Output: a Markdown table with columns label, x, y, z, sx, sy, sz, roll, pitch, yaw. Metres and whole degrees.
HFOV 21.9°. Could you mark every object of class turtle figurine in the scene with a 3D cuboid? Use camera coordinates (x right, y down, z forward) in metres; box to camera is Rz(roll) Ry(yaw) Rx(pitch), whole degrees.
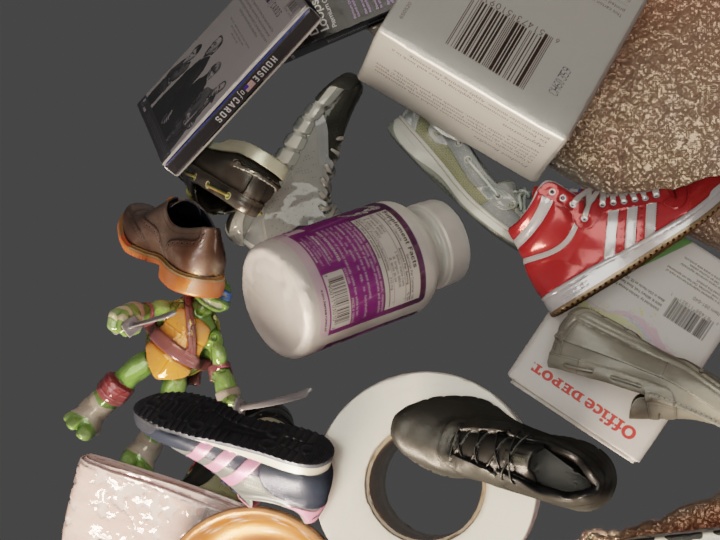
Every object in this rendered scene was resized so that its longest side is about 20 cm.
| label | x | y | z | sx | sy | sz | roll | pitch | yaw |
| --- | --- | --- | --- | --- | --- | --- | --- | --- | --- |
| turtle figurine | -0.184 | 0.102 | 1.729 | 0.194 | 0.144 | 0.200 | -53 | 43 | 16 |

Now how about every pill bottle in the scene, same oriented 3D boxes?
| label | x | y | z | sx | sy | sz | roll | pitch | yaw |
| --- | --- | --- | --- | --- | --- | --- | --- | --- | --- |
| pill bottle | 0.000 | 0.000 | 1.711 | 0.200 | 0.112 | 0.112 | -20 | 80 | -33 |

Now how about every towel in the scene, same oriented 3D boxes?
| label | x | y | z | sx | sy | sz | roll | pitch | yaw |
| --- | --- | --- | --- | --- | --- | --- | --- | --- | --- |
| towel | -0.197 | 0.291 | 1.750 | 0.191 | 0.032 | 0.200 | 17 | 104 | 7 |

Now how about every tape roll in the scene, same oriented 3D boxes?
| label | x | y | z | sx | sy | sz | roll | pitch | yaw |
| --- | --- | --- | --- | --- | --- | --- | --- | --- | --- |
| tape roll | 0.065 | 0.195 | 1.704 | 0.202 | 0.139 | 0.203 | -1 | 84 | 6 |

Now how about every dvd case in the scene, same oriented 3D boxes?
| label | x | y | z | sx | sy | sz | roll | pitch | yaw |
| --- | --- | --- | --- | --- | --- | --- | --- | --- | --- |
| dvd case | -0.127 | -0.195 | 1.751 | 0.200 | 0.150 | 0.025 | -45 | 120 | 10 |

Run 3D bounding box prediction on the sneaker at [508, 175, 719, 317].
| label | x | y | z | sx | sy | sz | roll | pitch | yaw |
| --- | --- | --- | --- | --- | --- | --- | --- | --- | --- |
| sneaker | 0.228 | -0.056 | 1.663 | 0.200 | 0.071 | 0.113 | -32 | 82 | 5 |

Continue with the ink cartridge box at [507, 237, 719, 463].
| label | x | y | z | sx | sy | sz | roll | pitch | yaw |
| --- | --- | --- | --- | --- | --- | --- | --- | --- | --- |
| ink cartridge box | 0.250 | 0.059 | 1.724 | 0.145 | 0.084 | 0.200 | 34 | 88 | 9 |

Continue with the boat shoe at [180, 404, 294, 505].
| label | x | y | z | sx | sy | sz | roll | pitch | yaw |
| --- | --- | --- | --- | --- | --- | --- | --- | --- | --- |
| boat shoe | -0.132 | 0.209 | 1.768 | 0.074 | 0.063 | 0.201 | 39 | 104 | -11 |

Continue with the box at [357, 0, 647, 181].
| label | x | y | z | sx | sy | sz | roll | pitch | yaw |
| --- | --- | --- | --- | --- | --- | --- | --- | --- | --- |
| box | 0.135 | -0.225 | 1.709 | 0.199 | 0.131 | 0.200 | 31 | 73 | -1 |

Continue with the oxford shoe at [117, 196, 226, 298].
| label | x | y | z | sx | sy | sz | roll | pitch | yaw |
| --- | --- | --- | --- | --- | --- | --- | --- | --- | --- |
| oxford shoe | -0.172 | -0.038 | 1.743 | 0.071 | 0.200 | 0.073 | 3 | 107 | -31 |

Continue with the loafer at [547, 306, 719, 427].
| label | x | y | z | sx | sy | sz | roll | pitch | yaw |
| --- | --- | --- | --- | --- | --- | --- | --- | --- | --- |
| loafer | 0.261 | 0.104 | 1.644 | 0.200 | 0.070 | 0.070 | 29 | 93 | 14 |

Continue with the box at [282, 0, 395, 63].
| label | x | y | z | sx | sy | sz | roll | pitch | yaw |
| --- | --- | --- | --- | --- | --- | --- | --- | --- | --- |
| box | -0.013 | -0.306 | 1.820 | 0.200 | 0.036 | 0.143 | -23 | 82 | 6 |

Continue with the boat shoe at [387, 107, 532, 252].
| label | x | y | z | sx | sy | sz | roll | pitch | yaw |
| --- | --- | --- | --- | --- | --- | --- | --- | --- | --- |
| boat shoe | 0.114 | -0.088 | 1.763 | 0.065 | 0.074 | 0.202 | -47 | 74 | 5 |

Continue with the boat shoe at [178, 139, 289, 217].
| label | x | y | z | sx | sy | sz | roll | pitch | yaw |
| --- | --- | --- | --- | --- | --- | --- | --- | --- | --- |
| boat shoe | -0.134 | -0.084 | 1.735 | 0.072 | 0.201 | 0.061 | 32 | 80 | -23 |

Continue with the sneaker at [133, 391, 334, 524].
| label | x | y | z | sx | sy | sz | roll | pitch | yaw |
| --- | --- | --- | --- | --- | --- | --- | --- | --- | --- |
| sneaker | -0.117 | 0.169 | 1.647 | 0.200 | 0.070 | 0.082 | 18 | 122 | 26 |

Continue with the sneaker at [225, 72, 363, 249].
| label | x | y | z | sx | sy | sz | roll | pitch | yaw |
| --- | --- | --- | --- | --- | --- | --- | --- | --- | --- |
| sneaker | -0.031 | -0.083 | 1.786 | 0.115 | 0.075 | 0.200 | 37 | 99 | 4 |

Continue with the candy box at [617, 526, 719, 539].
| label | x | y | z | sx | sy | sz | roll | pitch | yaw |
| --- | --- | --- | --- | --- | --- | --- | --- | --- | --- |
| candy box | 0.328 | 0.260 | 1.667 | 0.200 | 0.136 | 0.061 | -8 | 81 | 5 |

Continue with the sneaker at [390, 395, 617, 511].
| label | x | y | z | sx | sy | sz | roll | pitch | yaw |
| --- | --- | --- | --- | --- | --- | --- | --- | --- | --- |
| sneaker | 0.122 | 0.153 | 1.587 | 0.200 | 0.091 | 0.076 | 13 | 88 | 9 |

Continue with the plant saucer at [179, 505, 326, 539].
| label | x | y | z | sx | sy | sz | roll | pitch | yaw |
| --- | --- | --- | --- | --- | --- | --- | --- | --- | --- |
| plant saucer | -0.093 | 0.313 | 1.673 | 0.200 | 0.037 | 0.201 | -3 | 82 | 21 |
